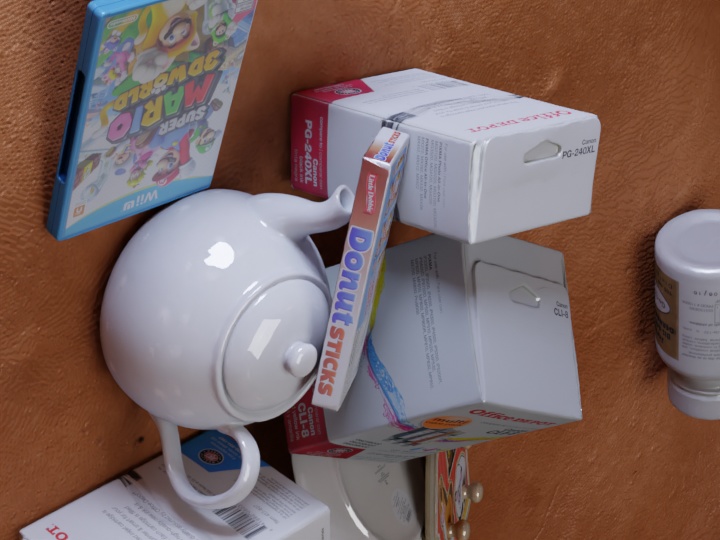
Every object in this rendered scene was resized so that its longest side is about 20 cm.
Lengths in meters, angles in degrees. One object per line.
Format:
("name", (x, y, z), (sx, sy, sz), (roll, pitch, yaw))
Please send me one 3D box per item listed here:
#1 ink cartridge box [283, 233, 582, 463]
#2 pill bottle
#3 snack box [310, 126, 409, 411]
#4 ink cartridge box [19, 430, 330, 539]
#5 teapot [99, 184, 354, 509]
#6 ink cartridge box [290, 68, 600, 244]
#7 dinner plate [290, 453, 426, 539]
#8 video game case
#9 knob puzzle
("ink cartridge box", (0.054, 0.064, 1.541), (0.145, 0.199, 0.146), (13, 66, -49))
("pill bottle", (0.358, 0.048, 1.970), (0.114, 0.114, 0.201), (-32, 133, -31))
("snack box", (0.000, 0.000, 1.413), (0.072, 0.024, 0.201), (-58, 162, -65))
("ink cartridge box", (-0.143, 0.224, 1.495), (0.199, 0.146, 0.085), (-27, 132, -34))
("teapot", (-0.090, 0.046, 1.448), (0.197, 0.146, 0.201), (-38, 137, -26))
("ink cartridge box", (0.064, -0.091, 1.486), (0.145, 0.199, 0.084), (-14, 115, -42))
("dinner plate", (0.010, 0.174, 1.632), (0.200, 0.024, 0.201), (34, 46, -44))
("video game case", (-0.144, -0.118, 1.345), (0.143, 0.018, 0.201), (-24, 146, -38))
("knob puzzle", (0.086, 0.179, 1.726), (0.220, 0.030, 0.221), (1, 90, -78))
